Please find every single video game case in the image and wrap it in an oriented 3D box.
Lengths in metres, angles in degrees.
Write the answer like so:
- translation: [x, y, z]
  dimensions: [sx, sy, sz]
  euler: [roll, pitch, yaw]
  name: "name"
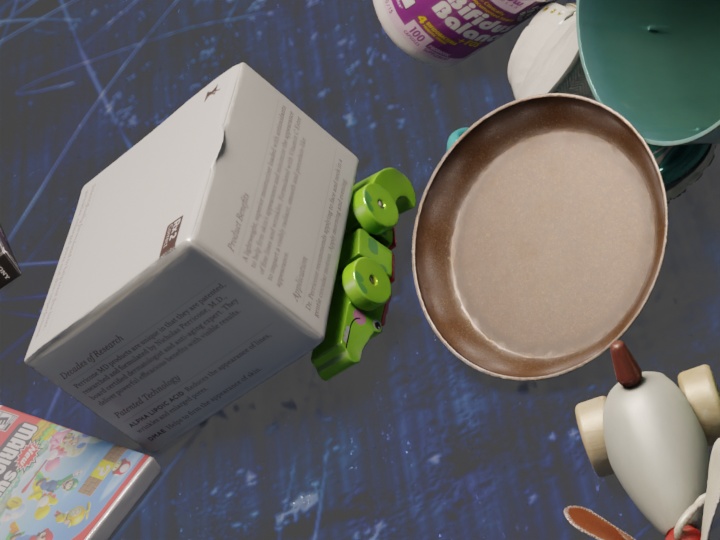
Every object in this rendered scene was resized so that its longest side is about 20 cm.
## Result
- translation: [-0.258, 0.178, 1.502]
  dimensions: [0.199, 0.017, 0.143]
  euler: [12, 55, 44]
  name: "video game case"

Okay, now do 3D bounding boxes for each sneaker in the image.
- translation: [0.182, -0.193, 1.516]
  dimensions: [0.200, 0.073, 0.116]
  euler: [-47, 28, 22]
  name: "sneaker"
- translation: [0.157, -0.082, 1.434]
  dimensions: [0.198, 0.080, 0.078]
  euler: [-9, 41, 13]
  name: "sneaker"

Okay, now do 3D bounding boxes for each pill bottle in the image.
- translation: [0.108, -0.251, 1.592]
  dimensions: [0.200, 0.112, 0.113]
  euler: [-29, 28, 47]
  name: "pill bottle"

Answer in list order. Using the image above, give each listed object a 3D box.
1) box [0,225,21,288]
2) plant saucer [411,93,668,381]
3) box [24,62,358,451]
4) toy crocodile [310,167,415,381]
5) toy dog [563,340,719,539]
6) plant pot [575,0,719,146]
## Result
- translation: [-0.407, 0.014, 1.787]
  dimensions: [0.199, 0.036, 0.143]
  euler: [-34, 37, 0]
  name: "box"
- translation: [0.127, -0.021, 1.372]
  dimensions: [0.199, 0.032, 0.202]
  euler: [-9, 74, 31]
  name: "plant saucer"
- translation: [-0.122, -0.009, 1.474]
  dimensions: [0.200, 0.130, 0.200]
  euler: [-33, 30, 35]
  name: "box"
- translation: [0.000, 0.000, 1.485]
  dimensions: [0.067, 0.062, 0.201]
  euler: [-35, 32, 36]
  name: "toy crocodile"
- translation: [0.180, 0.117, 1.181]
  dimensions: [0.131, 0.097, 0.200]
  euler: [-34, 36, -2]
  name: "toy dog"
- translation: [0.273, -0.180, 1.368]
  dimensions: [0.200, 0.160, 0.202]
  euler: [-6, 82, 55]
  name: "plant pot"
